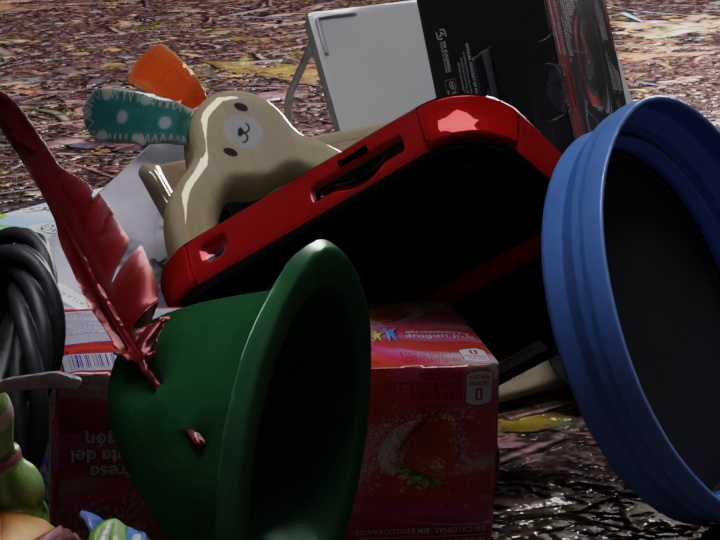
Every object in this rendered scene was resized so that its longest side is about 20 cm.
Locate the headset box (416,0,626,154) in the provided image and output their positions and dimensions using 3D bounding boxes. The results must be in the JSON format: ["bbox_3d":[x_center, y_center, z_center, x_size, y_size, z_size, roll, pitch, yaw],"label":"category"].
[{"bbox_3d":[0.097,-0.092,1.557,0.075,0.149,0.200,-12,-1,16],"label":"headset box"}]

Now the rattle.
[{"bbox_3d":[-0.050,-0.059,1.394,0.130,0.200,0.143,-27,-14,-13],"label":"rattle"}]

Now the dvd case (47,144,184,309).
[{"bbox_3d":[-0.079,-0.007,1.499,0.148,0.016,0.200,28,42,12],"label":"dvd case"}]

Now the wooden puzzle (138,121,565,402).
[{"bbox_3d":[0.000,0.000,1.481,0.200,0.037,0.185,-10,59,-38],"label":"wooden puzzle"}]

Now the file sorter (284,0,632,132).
[{"bbox_3d":[0.064,-0.093,1.829,0.200,0.139,0.125,-9,-21,-17],"label":"file sorter"}]

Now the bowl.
[{"bbox_3d":[0.147,0.021,1.273,0.039,0.201,0.201,-18,3,32],"label":"bowl"}]

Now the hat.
[{"bbox_3d":[-0.100,0.054,1.143,0.176,0.166,0.200,7,46,16],"label":"hat"}]

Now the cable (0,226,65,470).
[{"bbox_3d":[-0.171,0.057,1.236,0.051,0.164,0.200,10,9,-12],"label":"cable"}]

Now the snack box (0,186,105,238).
[{"bbox_3d":[-0.147,-0.016,1.783,0.142,0.053,0.200,6,16,36],"label":"snack box"}]

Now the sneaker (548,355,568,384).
[{"bbox_3d":[0.194,0.027,1.505,0.199,0.081,0.086,3,2,-4],"label":"sneaker"}]

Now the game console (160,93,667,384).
[{"bbox_3d":[0.025,0.005,1.315,0.200,0.031,0.177,-29,-42,23],"label":"game console"}]

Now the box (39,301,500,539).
[{"bbox_3d":[-0.043,0.073,1.255,0.199,0.096,0.100,-1,17,-11],"label":"box"}]

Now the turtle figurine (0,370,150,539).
[{"bbox_3d":[-0.179,0.108,1.053,0.193,0.144,0.200,-5,9,4],"label":"turtle figurine"}]
